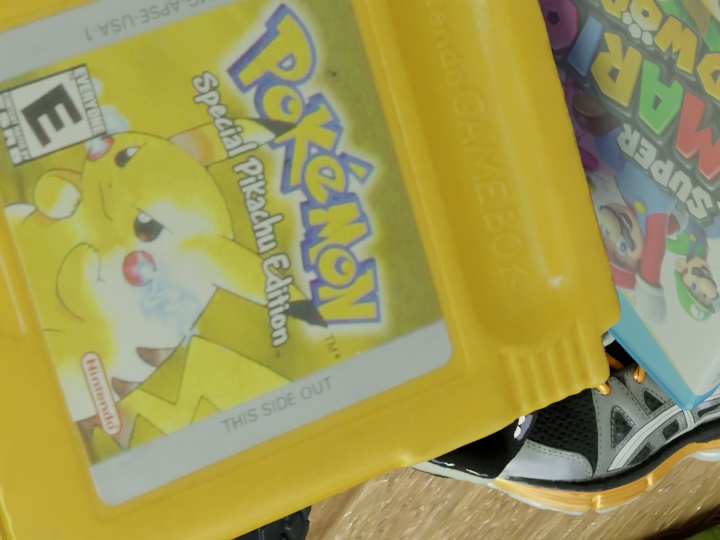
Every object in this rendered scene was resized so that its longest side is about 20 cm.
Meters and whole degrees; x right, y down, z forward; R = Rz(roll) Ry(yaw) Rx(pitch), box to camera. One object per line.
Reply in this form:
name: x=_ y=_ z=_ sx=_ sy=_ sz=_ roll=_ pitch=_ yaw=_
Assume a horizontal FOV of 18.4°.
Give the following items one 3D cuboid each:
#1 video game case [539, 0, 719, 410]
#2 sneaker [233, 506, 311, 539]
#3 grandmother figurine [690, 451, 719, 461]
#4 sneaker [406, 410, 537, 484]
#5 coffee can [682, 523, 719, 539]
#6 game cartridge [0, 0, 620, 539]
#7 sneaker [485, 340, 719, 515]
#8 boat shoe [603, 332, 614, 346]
video game case: x=0.086 y=-0.062 z=0.677 sx=0.018 sy=0.143 sz=0.201 roll=-31 pitch=158 yaw=-29
sneaker: x=-0.091 y=0.055 z=0.795 sx=0.076 sy=0.087 sz=0.200 roll=-55 pitch=139 yaw=-14
grandmother figurine: x=0.181 y=0.022 z=0.980 sx=0.120 sy=0.061 sz=0.200 roll=16 pitch=144 yaw=-9
sneaker: x=-0.008 y=-0.004 z=0.689 sx=0.076 sy=0.087 sz=0.200 roll=-55 pitch=133 yaw=-11
coffee can: x=0.181 y=0.224 z=1.216 sx=0.199 sy=0.147 sz=0.147 roll=-23 pitch=151 yaw=0
game cartridge: x=-0.030 y=-0.021 z=0.624 sx=0.199 sy=0.178 sz=0.032 roll=-21 pitch=-169 yaw=-20
sneaker: x=0.117 y=0.034 z=0.866 sx=0.198 sy=0.078 sz=0.078 roll=-13 pitch=131 yaw=-26
boat shoe: x=0.000 y=0.001 z=0.795 sx=0.200 sy=0.065 sz=0.075 roll=0 pitch=144 yaw=-28
